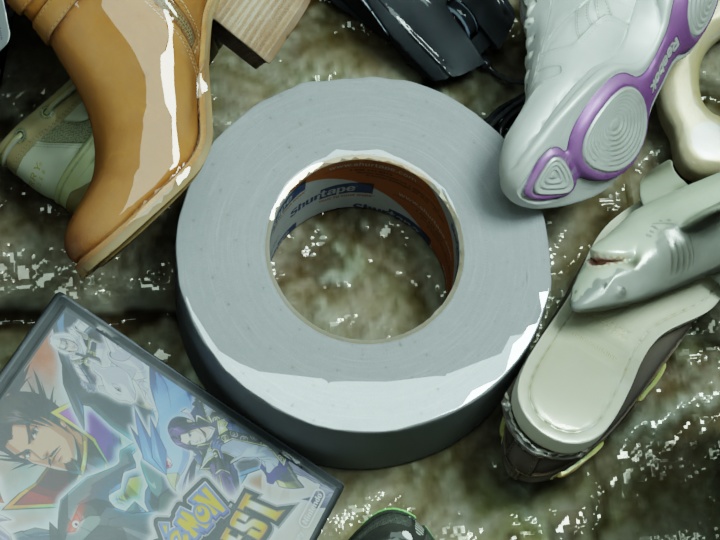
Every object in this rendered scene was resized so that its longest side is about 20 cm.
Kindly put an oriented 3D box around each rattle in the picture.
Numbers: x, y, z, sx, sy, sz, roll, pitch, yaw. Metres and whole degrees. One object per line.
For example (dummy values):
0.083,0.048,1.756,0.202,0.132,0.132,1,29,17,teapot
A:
0.230,-0.151,1.157,0.129,0.143,0.202,7,73,15,rattle

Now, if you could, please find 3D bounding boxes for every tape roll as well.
0.000,0.000,1.114,0.198,0.066,0.202,2,69,-4,tape roll

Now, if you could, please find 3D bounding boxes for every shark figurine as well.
0.219,-0.019,1.075,0.213,0.128,0.090,-19,108,18,shark figurine

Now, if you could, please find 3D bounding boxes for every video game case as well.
-0.122,0.130,1.020,0.180,0.026,0.201,34,49,-4,video game case

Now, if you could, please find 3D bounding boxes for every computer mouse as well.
0.065,-0.169,1.196,0.140,0.046,0.200,-37,76,-17,computer mouse

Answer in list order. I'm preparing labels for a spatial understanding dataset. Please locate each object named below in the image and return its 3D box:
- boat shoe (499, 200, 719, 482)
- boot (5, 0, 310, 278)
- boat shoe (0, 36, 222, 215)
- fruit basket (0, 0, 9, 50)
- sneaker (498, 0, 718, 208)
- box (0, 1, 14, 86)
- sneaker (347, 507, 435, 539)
0.135,0.033,1.110,0.072,0.060,0.200,34,53,8,boat shoe
-0.135,-0.113,1.064,0.155,0.077,0.201,35,81,-11,boot
-0.120,-0.124,1.151,0.063,0.073,0.201,32,77,3,boat shoe
-0.227,-0.146,1.049,0.093,0.200,0.187,5,62,-41,fruit basket
0.117,-0.111,1.131,0.099,0.075,0.200,17,55,30,sneaker
-0.272,-0.080,1.138,0.141,0.036,0.202,6,69,-2,box
-0.015,0.206,1.020,0.076,0.084,0.201,29,69,6,sneaker
